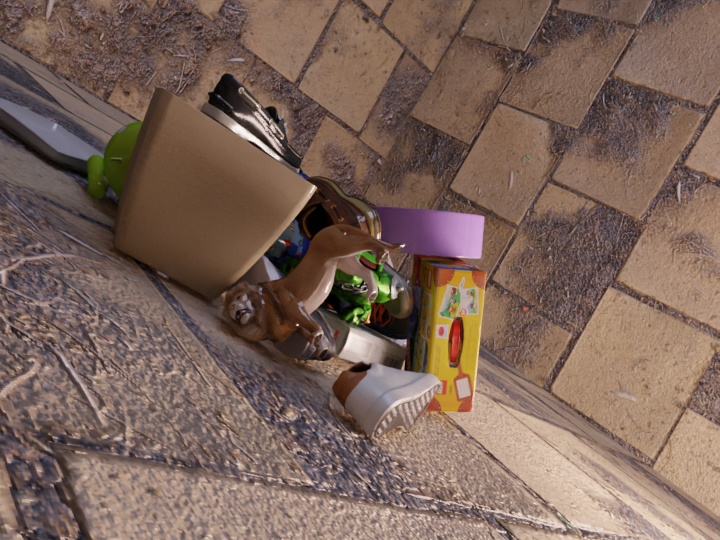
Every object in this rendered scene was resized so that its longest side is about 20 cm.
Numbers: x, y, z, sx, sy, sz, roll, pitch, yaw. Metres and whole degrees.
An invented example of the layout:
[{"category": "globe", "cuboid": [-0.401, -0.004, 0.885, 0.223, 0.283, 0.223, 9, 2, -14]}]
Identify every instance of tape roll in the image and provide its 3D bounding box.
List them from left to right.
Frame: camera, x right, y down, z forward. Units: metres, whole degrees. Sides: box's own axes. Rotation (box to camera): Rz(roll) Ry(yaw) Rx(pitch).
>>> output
[{"category": "tape roll", "cuboid": [0.094, -0.060, 1.104, 0.194, 0.068, 0.200, 5, 2, 0]}]

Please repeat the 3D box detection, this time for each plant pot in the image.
[{"category": "plant pot", "cuboid": [-0.196, -0.086, 0.856, 0.197, 0.180, 0.199, 29, 3, -23]}]

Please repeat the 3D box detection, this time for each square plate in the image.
[{"category": "square plate", "cuboid": [-0.485, -0.204, 1.117, 0.196, 0.029, 0.200, 34, 4, 14]}]

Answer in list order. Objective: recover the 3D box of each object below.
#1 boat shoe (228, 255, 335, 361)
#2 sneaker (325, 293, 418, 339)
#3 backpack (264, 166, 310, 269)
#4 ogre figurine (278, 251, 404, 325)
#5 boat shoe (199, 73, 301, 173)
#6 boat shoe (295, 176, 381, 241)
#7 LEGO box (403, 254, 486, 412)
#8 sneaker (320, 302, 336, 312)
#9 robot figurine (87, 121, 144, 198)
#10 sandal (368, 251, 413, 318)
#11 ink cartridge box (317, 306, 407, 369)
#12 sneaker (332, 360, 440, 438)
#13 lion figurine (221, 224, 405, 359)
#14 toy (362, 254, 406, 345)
[{"category": "boat shoe", "cuboid": [-0.098, 0.042, 0.876, 0.199, 0.073, 0.067, 39, 10, 40]}, {"category": "sneaker", "cuboid": [0.001, 0.053, 1.084, 0.197, 0.077, 0.078, 24, 18, 28]}, {"category": "backpack", "cuboid": [-0.126, -0.068, 1.086, 0.132, 0.188, 0.198, -18, -32, 37]}, {"category": "ogre figurine", "cuboid": [-0.024, 0.014, 0.936, 0.117, 0.101, 0.199, 14, -27, -29]}, {"category": "boat shoe", "cuboid": [-0.128, -0.189, 0.934, 0.075, 0.061, 0.199, 32, 2, 26]}, {"category": "boat shoe", "cuboid": [-0.053, -0.075, 0.933, 0.066, 0.074, 0.199, -15, 28, -31]}, {"category": "LEGO box", "cuboid": [0.123, 0.088, 1.060, 0.075, 0.206, 0.149, 3, 9, -10]}, {"category": "sneaker", "cuboid": [-0.026, 0.040, 1.217, 0.198, 0.091, 0.070, 34, 27, -3]}, {"category": "robot figurine", "cuboid": [-0.300, -0.141, 1.012, 0.200, 0.171, 0.119, 147, -71, -80]}, {"category": "sandal", "cuboid": [0.000, 0.000, 1.037, 0.200, 0.053, 0.082, 47, -34, 30]}, {"category": "ink cartridge box", "cuboid": [-0.048, 0.087, 1.051, 0.197, 0.051, 0.161, 20, -4, 39]}, {"category": "sneaker", "cuboid": [0.032, 0.132, 0.799, 0.084, 0.074, 0.199, 36, 6, 23]}, {"category": "lion figurine", "cuboid": [-0.054, 0.011, 0.779, 0.122, 0.200, 0.073, 40, -12, 27]}, {"category": "toy", "cuboid": [0.027, 0.025, 1.166, 0.113, 0.047, 0.204, -11, 70, -32]}]
